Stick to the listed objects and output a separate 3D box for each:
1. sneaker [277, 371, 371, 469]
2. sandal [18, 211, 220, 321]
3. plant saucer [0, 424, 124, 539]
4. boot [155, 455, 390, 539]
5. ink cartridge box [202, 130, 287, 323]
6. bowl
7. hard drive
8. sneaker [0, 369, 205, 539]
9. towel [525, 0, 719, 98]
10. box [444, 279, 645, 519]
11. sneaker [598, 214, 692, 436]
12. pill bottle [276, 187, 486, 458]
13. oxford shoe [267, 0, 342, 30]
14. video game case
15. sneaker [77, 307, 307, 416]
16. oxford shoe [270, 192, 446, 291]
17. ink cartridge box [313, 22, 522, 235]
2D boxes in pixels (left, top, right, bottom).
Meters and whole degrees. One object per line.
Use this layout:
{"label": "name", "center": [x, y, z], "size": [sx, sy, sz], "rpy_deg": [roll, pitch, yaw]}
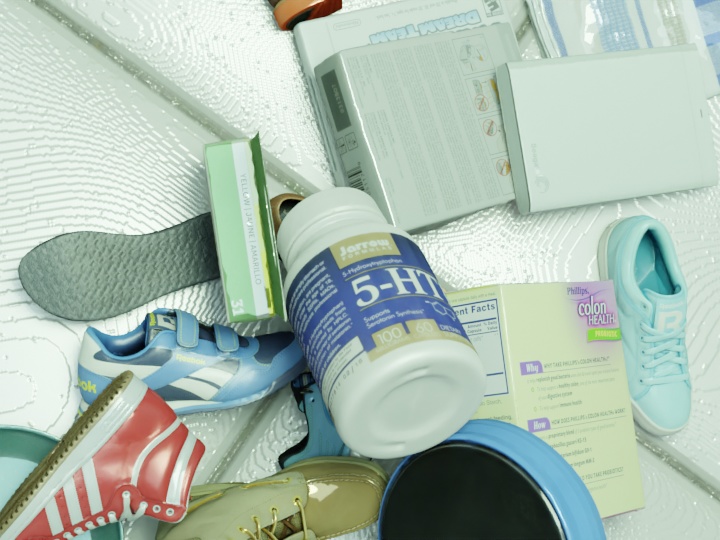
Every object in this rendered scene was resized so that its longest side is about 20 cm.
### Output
{"label": "sneaker", "center": [-0.014, 0.097, 1.260], "size": [0.090, 0.078, 0.201], "rpy_deg": [21, 96, 3]}
{"label": "sandal", "center": [-0.191, -0.002, 1.275], "size": [0.199, 0.043, 0.076], "rpy_deg": [-10, 92, -22]}
{"label": "plant saucer", "center": [-0.294, 0.227, 1.225], "size": [0.199, 0.036, 0.201], "rpy_deg": [1, 83, -10]}
{"label": "boot", "center": [-0.076, 0.212, 1.182], "size": [0.199, 0.155, 0.073], "rpy_deg": [-9, 103, 8]}
{"label": "ink cartridge box", "center": [-0.093, -0.031, 1.182], "size": [0.048, 0.200, 0.146], "rpy_deg": [-8, 92, -4]}
{"label": "bowl", "center": [0.095, 0.217, 1.151], "size": [0.039, 0.200, 0.201], "rpy_deg": [-10, 84, -50]}
{"label": "hard drive", "center": [0.223, -0.128, 1.338], "size": [0.199, 0.026, 0.133], "rpy_deg": [-9, 89, -23]}
{"label": "sneaker", "center": [-0.209, 0.189, 1.192], "size": [0.112, 0.071, 0.200], "rpy_deg": [42, 90, -16]}
{"label": "towel", "center": [0.261, -0.216, 1.392], "size": [0.199, 0.024, 0.147], "rpy_deg": [-17, 88, -13]}
{"label": "box", "center": [0.141, 0.113, 1.249], "size": [0.176, 0.096, 0.201], "rpy_deg": [-2, 83, -50]}
{"label": "sneaker", "center": [0.258, 0.048, 1.329], "size": [0.074, 0.082, 0.201], "rpy_deg": [-13, 86, -11]}
{"label": "pill bottle", "center": [0.007, 0.034, 1.158], "size": [0.119, 0.120, 0.200], "rpy_deg": [-17, 49, -12]}
{"label": "oxford shoe", "center": [0.003, -0.287, 1.328], "size": [0.199, 0.071, 0.073], "rpy_deg": [-26, 84, -12]}
{"label": "video game case", "center": [0.058, -0.152, 1.337], "size": [0.199, 0.024, 0.183], "rpy_deg": [-15, 86, -17]}
{"label": "sneaker", "center": [-0.139, 0.071, 1.242], "size": [0.199, 0.074, 0.083], "rpy_deg": [-10, 106, -11]}
{"label": "oxford shoe", "center": [0.000, 0.000, 1.292], "size": [0.200, 0.071, 0.072], "rpy_deg": [31, 76, -8]}
{"label": "ink cartridge box", "center": [0.069, -0.123, 1.309], "size": [0.200, 0.057, 0.163], "rpy_deg": [-16, 87, -40]}
